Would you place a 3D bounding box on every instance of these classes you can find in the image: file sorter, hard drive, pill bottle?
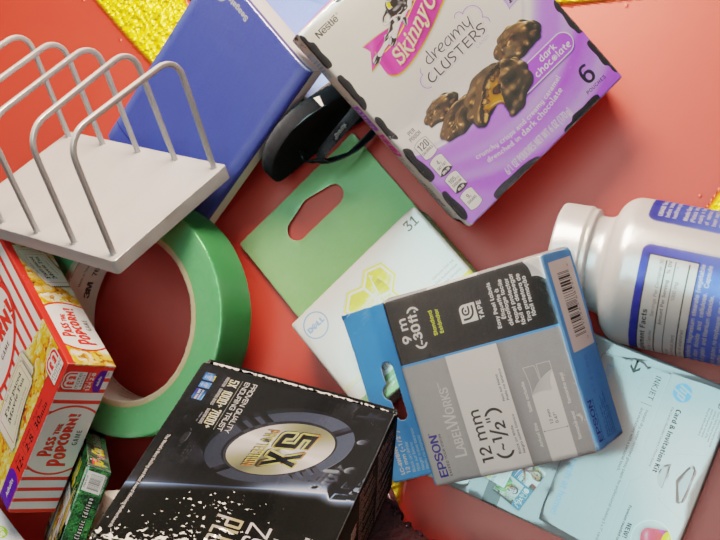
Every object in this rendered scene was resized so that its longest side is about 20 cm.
[{"bbox_3d":[-0.238,-0.104,1.078,0.198,0.125,0.139,15,45,35],"label":"file sorter"},{"bbox_3d":[-0.129,-0.141,1.123,0.132,0.025,0.200,50,122,17],"label":"hard drive"},{"bbox_3d":[0.242,0.008,0.981,0.198,0.112,0.113,12,86,19],"label":"pill bottle"}]

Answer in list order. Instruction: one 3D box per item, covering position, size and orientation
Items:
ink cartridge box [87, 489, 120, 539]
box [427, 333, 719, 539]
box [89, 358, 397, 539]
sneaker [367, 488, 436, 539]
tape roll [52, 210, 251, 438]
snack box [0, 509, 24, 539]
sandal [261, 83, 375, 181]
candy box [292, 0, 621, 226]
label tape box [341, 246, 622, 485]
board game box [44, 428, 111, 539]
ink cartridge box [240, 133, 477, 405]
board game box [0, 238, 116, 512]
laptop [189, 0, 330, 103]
[{"bbox_3d":[-0.160,0.268,1.065,0.127,0.125,0.202,19,89,19],"label":"ink cartridge box"},{"bbox_3d":[0.172,0.129,1.024,0.198,0.041,0.157,22,91,20],"label":"box"},{"bbox_3d":[-0.079,0.175,0.963,0.162,0.201,0.087,14,129,14],"label":"box"},{"bbox_3d":[0.043,0.210,1.041,0.197,0.076,0.116,8,41,-7],"label":"sneaker"},{"bbox_3d":[-0.188,0.040,1.127,0.198,0.048,0.203,-1,88,28],"label":"tape roll"},{"bbox_3d":[-0.345,0.282,1.118,0.142,0.053,0.201,45,125,17],"label":"snack box"},{"bbox_3d":[0.002,-0.135,1.092,0.199,0.076,0.043,-35,74,8],"label":"sandal"},{"bbox_3d":[0.073,-0.166,1.030,0.168,0.072,0.200,-44,98,0],"label":"candy box"},{"bbox_3d":[0.077,0.079,0.980,0.198,0.066,0.145,-17,89,27],"label":"label tape box"},{"bbox_3d":[-0.232,0.190,1.070,0.023,0.200,0.106,23,87,-12],"label":"board game box"},{"bbox_3d":[0.000,0.000,1.093,0.145,0.048,0.200,-43,75,7],"label":"ink cartridge box"},{"bbox_3d":[-0.283,0.078,1.107,0.200,0.046,0.153,49,121,43],"label":"board game box"},{"bbox_3d":[-0.033,-0.275,1.106,0.177,0.103,0.201,44,123,17],"label":"laptop"}]
